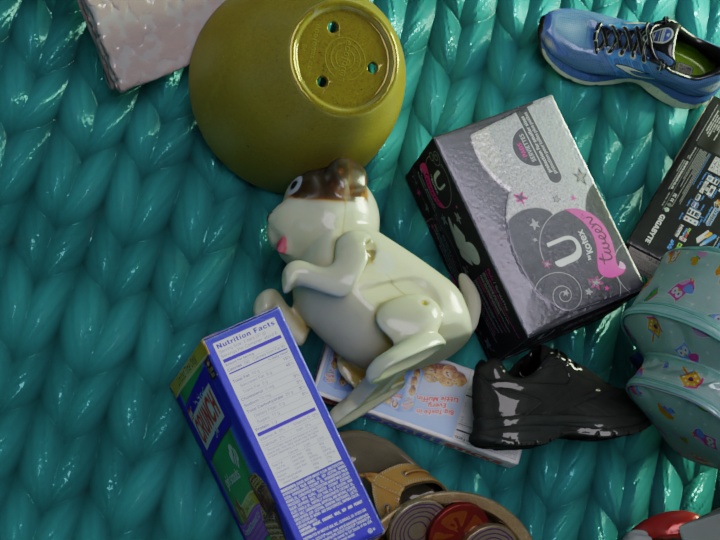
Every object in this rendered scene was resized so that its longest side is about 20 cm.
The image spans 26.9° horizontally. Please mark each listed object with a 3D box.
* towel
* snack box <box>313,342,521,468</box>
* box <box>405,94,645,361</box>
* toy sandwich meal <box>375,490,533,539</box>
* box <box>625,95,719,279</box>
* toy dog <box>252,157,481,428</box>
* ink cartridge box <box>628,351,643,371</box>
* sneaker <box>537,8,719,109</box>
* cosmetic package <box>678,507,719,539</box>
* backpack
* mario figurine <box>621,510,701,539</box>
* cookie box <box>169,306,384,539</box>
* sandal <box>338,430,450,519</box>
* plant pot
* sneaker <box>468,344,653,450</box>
[{"bbox_3d":[-0.176,-0.284,1.363,0.191,0.032,0.201,-29,114,-26],"label":"towel"},{"bbox_3d":[0.057,0.113,1.366,0.199,0.024,0.072,20,71,-7],"label":"snack box"},{"bbox_3d":[0.149,-0.037,1.381,0.132,0.115,0.201,-21,81,-17],"label":"box"},{"bbox_3d":[0.078,0.289,1.275,0.204,0.070,0.206,-1,95,-16],"label":"toy sandwich meal"},{"bbox_3d":[0.379,-0.044,1.439,0.198,0.050,0.200,29,65,11],"label":"box"},{"bbox_3d":[0.000,0.000,1.305,0.194,0.140,0.200,-29,77,-23],"label":"toy dog"},{"bbox_3d":[0.360,0.063,1.443,0.200,0.039,0.100,-37,86,-19],"label":"ink cartridge box"},{"bbox_3d":[0.270,-0.221,1.473,0.199,0.089,0.079,12,72,-9],"label":"sneaker"},{"bbox_3d":[0.371,0.243,1.321,0.200,0.090,0.107,-2,70,-54],"label":"cosmetic package"},{"bbox_3d":[0.317,0.080,1.297,0.153,0.176,0.200,-43,114,-17],"label":"backpack"},{"bbox_3d":[0.254,0.301,1.311,0.106,0.124,0.200,26,74,18],"label":"mario figurine"},{"bbox_3d":[-0.074,0.152,1.250,0.075,0.171,0.201,-22,80,-21],"label":"cookie box"},{"bbox_3d":[0.044,0.208,1.321,0.200,0.054,0.080,38,70,-1],"label":"sandal"},{"bbox_3d":[-0.039,-0.174,1.338,0.199,0.142,0.201,1,87,-21],"label":"plant pot"},{"bbox_3d":[0.185,0.111,1.350,0.199,0.076,0.091,0,82,-32],"label":"sneaker"}]
